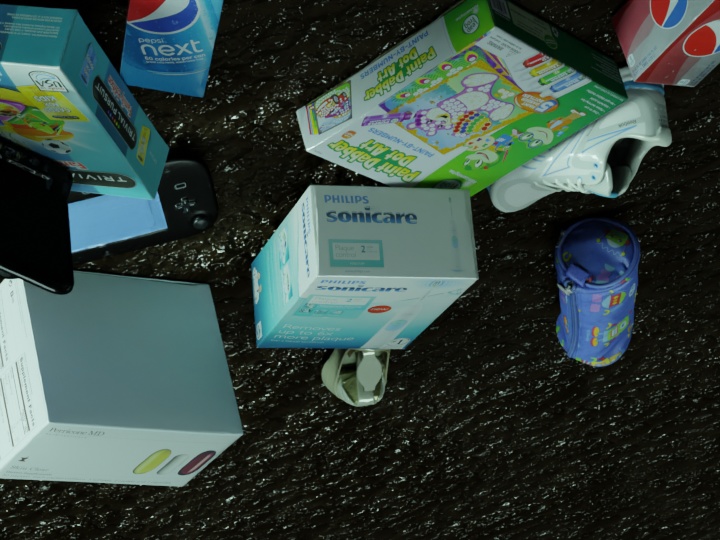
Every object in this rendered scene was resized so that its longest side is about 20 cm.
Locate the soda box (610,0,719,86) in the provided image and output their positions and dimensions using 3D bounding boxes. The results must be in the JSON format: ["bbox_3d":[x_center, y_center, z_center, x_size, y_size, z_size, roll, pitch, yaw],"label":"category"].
[{"bbox_3d":[0.280,-0.224,1.567,0.070,0.064,0.200,2,148,-33],"label":"soda box"}]

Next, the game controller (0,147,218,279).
[{"bbox_3d":[-0.216,-0.046,1.666,0.198,0.042,0.105,-15,154,-4],"label":"game controller"}]

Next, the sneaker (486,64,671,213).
[{"bbox_3d":[0.186,-0.091,1.748,0.075,0.087,0.200,8,147,-41],"label":"sneaker"}]

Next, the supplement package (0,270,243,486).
[{"bbox_3d":[-0.226,0.095,1.805,0.199,0.157,0.111,7,146,-37],"label":"supplement package"}]

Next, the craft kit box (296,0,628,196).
[{"bbox_3d":[0.084,-0.134,1.659,0.197,0.049,0.199,-29,151,31],"label":"craft kit box"}]

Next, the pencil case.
[{"bbox_3d":[0.228,0.024,1.997,0.087,0.078,0.200,-41,157,-14],"label":"pencil case"}]

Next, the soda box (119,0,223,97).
[{"bbox_3d":[-0.120,-0.203,1.369,0.064,0.068,0.200,8,149,-7],"label":"soda box"}]

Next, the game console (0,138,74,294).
[{"bbox_3d":[-0.310,-0.051,1.423,0.199,0.117,0.175,27,153,-29],"label":"game console"}]

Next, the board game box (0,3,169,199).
[{"bbox_3d":[-0.238,-0.118,1.439,0.150,0.047,0.200,7,158,17],"label":"board game box"}]

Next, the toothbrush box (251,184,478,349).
[{"bbox_3d":[0.000,0.000,1.774,0.145,0.086,0.200,1,159,-19],"label":"toothbrush box"}]

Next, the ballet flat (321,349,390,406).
[{"bbox_3d":[0.000,0.098,2.035,0.069,0.070,0.200,-10,153,-10],"label":"ballet flat"}]
